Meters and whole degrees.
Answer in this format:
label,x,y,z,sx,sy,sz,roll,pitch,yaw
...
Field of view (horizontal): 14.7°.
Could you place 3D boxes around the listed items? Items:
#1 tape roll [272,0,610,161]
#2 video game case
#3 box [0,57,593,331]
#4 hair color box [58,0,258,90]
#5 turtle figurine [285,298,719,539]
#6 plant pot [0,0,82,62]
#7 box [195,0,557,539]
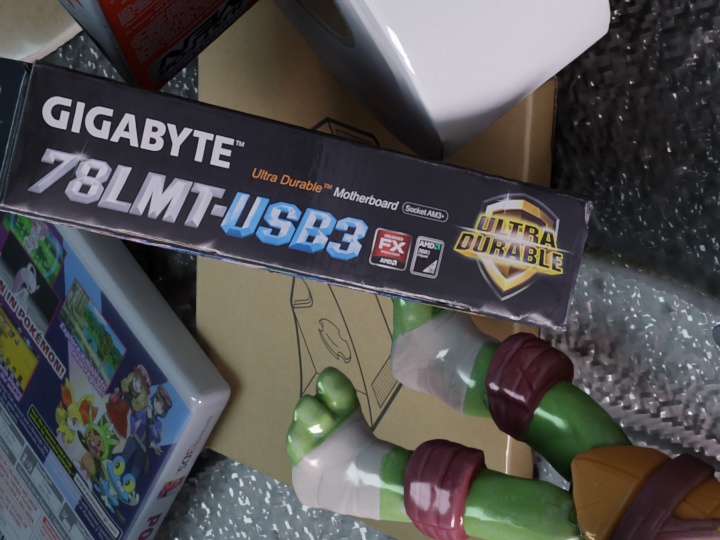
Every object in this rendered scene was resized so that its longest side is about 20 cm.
label,x,y,z,sx,sy,sz,roll,pitch,yaw
tape roll,-0.009,-0.134,0.884,0.203,0.071,0.202,51,176,5
video game case,-0.145,0.038,1.180,0.200,0.023,0.183,52,135,25
box,-0.061,-0.030,0.893,0.200,0.198,0.050,13,91,60
hair color box,-0.091,-0.135,0.852,0.111,0.064,0.200,49,174,10
turtle figurine,0.077,0.051,0.901,0.193,0.200,0.145,21,84,27
plant pot,-0.210,-0.172,1.070,0.200,0.200,0.184,-34,71,45
box,0.000,0.000,1.044,0.163,0.021,0.201,22,122,36
